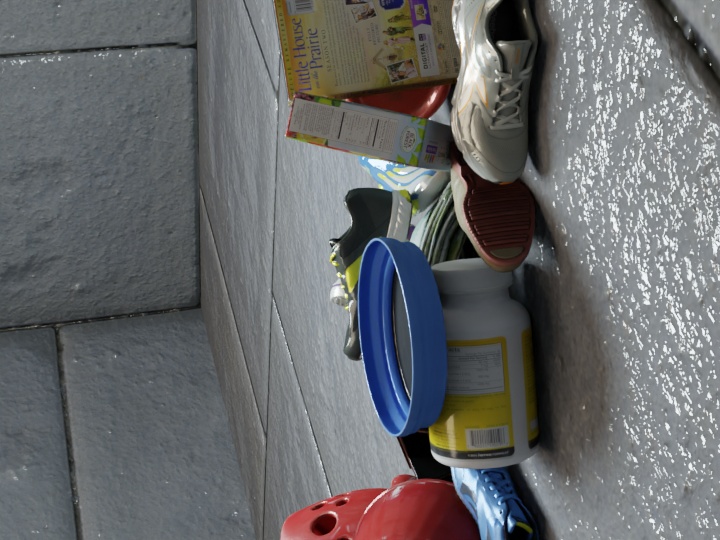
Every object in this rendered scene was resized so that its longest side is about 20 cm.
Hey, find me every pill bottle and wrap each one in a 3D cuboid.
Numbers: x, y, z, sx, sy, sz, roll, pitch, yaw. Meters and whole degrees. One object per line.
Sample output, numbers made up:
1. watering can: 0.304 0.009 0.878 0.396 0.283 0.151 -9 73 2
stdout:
1. pill bottle: 0.119 0.092 1.354 0.112 0.112 0.200 -155 59 -75

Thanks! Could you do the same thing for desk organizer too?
1. desk organizer: 0.079 0.191 1.538 0.200 0.072 0.077 69 178 -48

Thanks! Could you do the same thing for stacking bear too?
1. stacking bear: 0.033 -0.272 1.561 0.114 0.121 0.200 95 172 -54

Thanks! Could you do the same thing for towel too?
1. towel: 0.070 0.007 1.500 0.200 0.048 0.171 116 175 -67

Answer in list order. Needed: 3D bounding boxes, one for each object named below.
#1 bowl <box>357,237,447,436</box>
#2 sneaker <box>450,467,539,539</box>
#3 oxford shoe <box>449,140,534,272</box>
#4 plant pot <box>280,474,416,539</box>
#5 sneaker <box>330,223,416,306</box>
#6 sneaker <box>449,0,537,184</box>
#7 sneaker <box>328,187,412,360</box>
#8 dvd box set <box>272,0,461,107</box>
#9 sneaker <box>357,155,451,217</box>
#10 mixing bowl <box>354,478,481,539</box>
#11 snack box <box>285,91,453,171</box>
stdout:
1. bowl: 0.041 0.065 1.339 0.201 0.039 0.201 175 90 -76
2. sneaker: 0.153 0.251 1.422 0.078 0.066 0.200 120 143 -49
3. oxford shoe: 0.132 -0.055 1.339 0.200 0.070 0.075 -96 5 -51
4. plant pot: 0.026 0.360 1.650 0.200 0.182 0.200 59 -168 -21
5. sneaker: 0.022 -0.010 1.630 0.200 0.073 0.114 1 -89 -65
6. sneaker: 0.131 -0.181 1.259 0.092 0.076 0.200 -172 74 -72
7. sneaker: 0.000 0.000 1.500 0.074 0.085 0.200 -118 41 -86
8. dvd box set: 0.010 -0.261 1.443 0.029 0.200 0.146 105 155 -80
9. sneaker: 0.042 -0.120 1.570 0.105 0.076 0.200 45 171 -8
10. mixing bowl: 0.066 0.340 1.467 0.108 0.200 0.200 -24 -69 -66
11. snack box: 0.023 -0.142 1.396 0.200 0.142 0.053 -9 -67 -74
